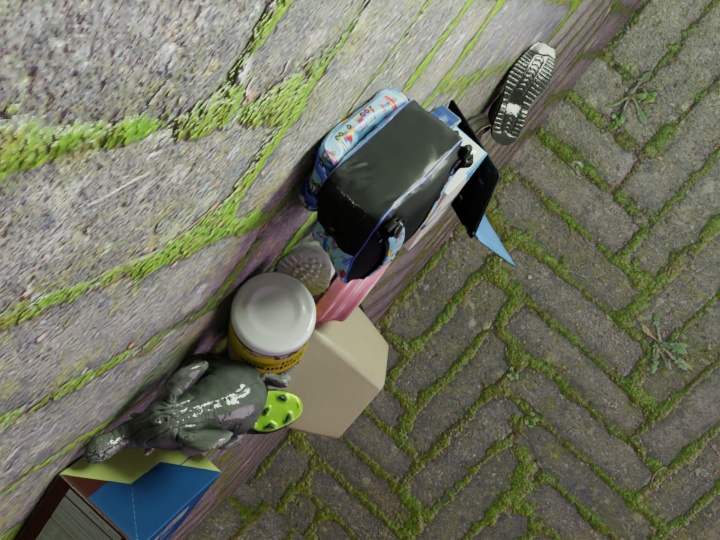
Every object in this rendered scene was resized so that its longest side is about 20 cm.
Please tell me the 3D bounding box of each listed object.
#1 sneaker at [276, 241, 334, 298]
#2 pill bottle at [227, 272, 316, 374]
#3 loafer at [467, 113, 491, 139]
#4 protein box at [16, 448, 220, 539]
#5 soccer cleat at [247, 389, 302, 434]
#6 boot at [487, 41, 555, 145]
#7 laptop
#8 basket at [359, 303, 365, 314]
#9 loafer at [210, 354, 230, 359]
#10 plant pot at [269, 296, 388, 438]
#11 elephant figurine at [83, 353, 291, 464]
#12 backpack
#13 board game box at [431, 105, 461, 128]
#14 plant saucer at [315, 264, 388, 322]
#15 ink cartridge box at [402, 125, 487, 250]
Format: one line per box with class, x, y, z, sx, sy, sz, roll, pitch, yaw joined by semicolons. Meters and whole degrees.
sneaker;-0.071;-0.007;1.286;0.081;0.076;0.200;-53;-177;-25
pill bottle;-0.126;0.086;1.240;0.111;0.111;0.200;-46;173;-22
loafer;0.184;-0.210;1.711;0.200;0.071;0.073;-47;173;-10
protein box;-0.328;0.329;1.206;0.200;0.135;0.199;-52;173;27
soccer cleat;-0.186;0.220;1.373;0.199;0.068;0.081;-13;180;-4
boot;0.298;-0.352;1.758;0.200;0.077;0.138;-61;-170;16
laptop;0.197;-0.137;1.454;0.116;0.187;0.200;-4;136;-23
basket;-0.089;0.129;1.647;0.200;0.136;0.180;-56;-176;26
loafer;-0.207;0.167;1.353;0.070;0.070;0.200;-57;174;-3
plant pot;-0.065;0.151;1.476;0.200;0.177;0.200;-51;-167;23
elephant figurine;-0.214;0.182;1.137;0.200;0.141;0.155;-13;130;-65
backpack;0.015;-0.086;1.065;0.183;0.134;0.200;-45;172;-29
board game box;0.047;-0.138;1.369;0.200;0.043;0.199;-41;169;-50
plant saucer;0.000;0.000;1.319;0.201;0.051;0.201;-53;-178;3
ink cartridge box;0.099;-0.111;1.378;0.116;0.068;0.200;-45;173;-34
